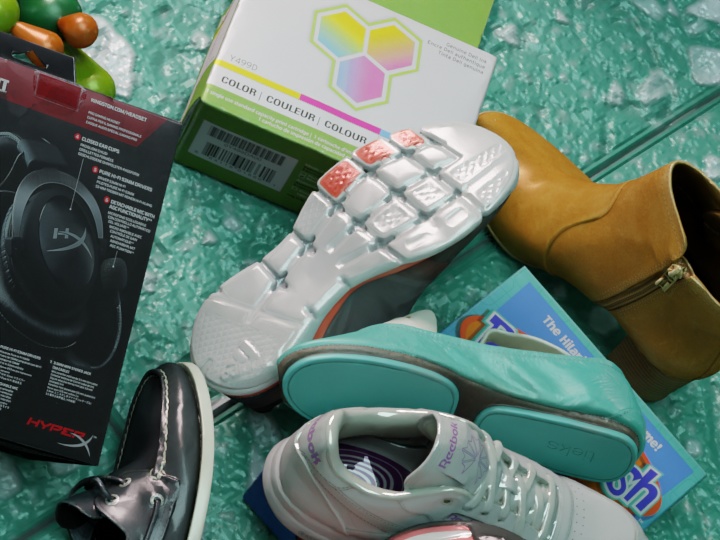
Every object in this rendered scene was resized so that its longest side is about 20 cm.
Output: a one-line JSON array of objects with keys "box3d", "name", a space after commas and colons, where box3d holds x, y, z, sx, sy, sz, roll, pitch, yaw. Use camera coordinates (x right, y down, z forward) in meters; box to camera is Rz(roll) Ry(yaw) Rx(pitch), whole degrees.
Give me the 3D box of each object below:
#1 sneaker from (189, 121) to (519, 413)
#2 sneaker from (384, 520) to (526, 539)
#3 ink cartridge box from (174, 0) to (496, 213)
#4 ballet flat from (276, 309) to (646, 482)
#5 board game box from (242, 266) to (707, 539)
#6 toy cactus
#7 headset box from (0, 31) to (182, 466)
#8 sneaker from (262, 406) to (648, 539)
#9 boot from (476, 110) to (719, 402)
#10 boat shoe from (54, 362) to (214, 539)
[{"box3d": [0.000, 0.000, 1.471, 0.200, 0.082, 0.077, -36, 61, -2], "name": "sneaker"}, {"box3d": [0.002, 0.189, 1.361, 0.200, 0.074, 0.087, -19, 36, 13], "name": "sneaker"}, {"box3d": [-0.001, -0.130, 1.555, 0.148, 0.076, 0.200, 23, 62, -7], "name": "ink cartridge box"}, {"box3d": [0.050, 0.058, 1.447, 0.200, 0.067, 0.070, 13, 41, -13], "name": "ballet flat"}, {"box3d": [0.062, 0.113, 1.480, 0.200, 0.045, 0.152, -38, 82, -29], "name": "board game box"}, {"box3d": [-0.204, -0.157, 1.508, 0.200, 0.102, 0.165, 29, 42, 0], "name": "toy cactus"}, {"box3d": [-0.184, -0.018, 1.387, 0.149, 0.077, 0.200, 18, 78, -32], "name": "headset box"}, {"box3d": [0.055, 0.118, 1.393, 0.200, 0.100, 0.075, 15, 61, -12], "name": "sneaker"}, {"box3d": [0.140, -0.032, 1.516, 0.071, 0.144, 0.201, -29, 77, -28], "name": "boot"}, {"box3d": [-0.121, 0.134, 1.395, 0.066, 0.074, 0.200, 17, 71, -23], "name": "boat shoe"}]
